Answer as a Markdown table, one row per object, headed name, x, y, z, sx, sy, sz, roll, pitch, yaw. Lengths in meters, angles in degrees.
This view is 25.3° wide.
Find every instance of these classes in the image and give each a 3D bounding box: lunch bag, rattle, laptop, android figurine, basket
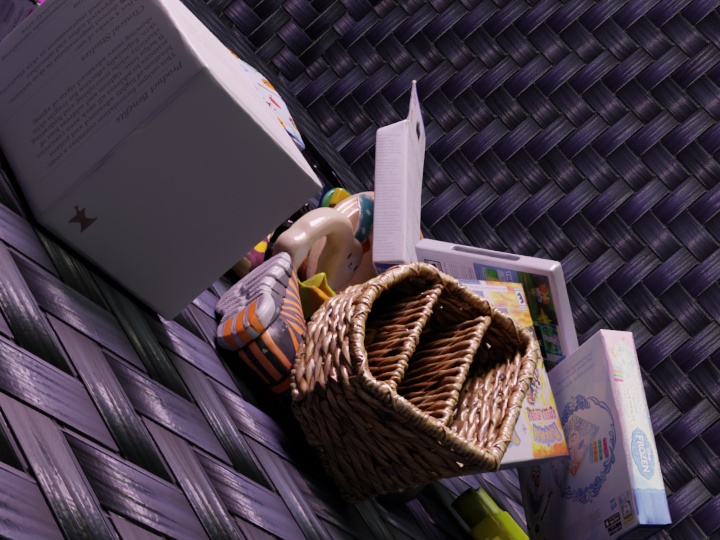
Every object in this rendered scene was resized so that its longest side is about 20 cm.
| name | x | y | z | sx | sy | sz | roll | pitch | yaw |
| --- | --- | --- | --- | --- | --- | --- | --- | --- | --- |
| lunch bag | -0.158 | -0.201 | 1.860 | 0.160 | 0.076 | 0.200 | 31 | 16 | -44 |
| rattle | 0.000 | 0.000 | 1.660 | 0.142 | 0.132 | 0.199 | 13 | 16 | 34 |
| laptop | -0.065 | -0.066 | 1.968 | 0.200 | 0.116 | 0.188 | 48 | 5 | -33 |
| android figurine | 0.175 | 0.320 | 1.723 | 0.200 | 0.041 | 0.182 | 51 | 5 | 13 |
| basket | 0.046 | 0.075 | 1.339 | 0.144 | 0.148 | 0.200 | 62 | 30 | -18 |

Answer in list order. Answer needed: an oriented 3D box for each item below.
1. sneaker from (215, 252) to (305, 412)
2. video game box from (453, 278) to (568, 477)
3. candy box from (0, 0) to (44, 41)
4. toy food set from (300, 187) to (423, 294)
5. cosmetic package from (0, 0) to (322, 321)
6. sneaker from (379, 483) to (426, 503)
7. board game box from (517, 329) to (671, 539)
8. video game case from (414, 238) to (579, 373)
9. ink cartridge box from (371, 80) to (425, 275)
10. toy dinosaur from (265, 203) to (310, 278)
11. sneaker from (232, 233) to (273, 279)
| name | x | y | z | sx | sy | sz | roll | pitch | yaw |
| --- | --- | --- | --- | --- | --- | --- | --- | --- | --- |
| sneaker | -0.070 | 0.062 | 1.418 | 0.112 | 0.077 | 0.200 | 52 | 16 | -14 |
| video game box | 0.118 | 0.101 | 1.539 | 0.199 | 0.047 | 0.184 | 3 | 71 | -58 |
| candy box | -0.238 | -0.181 | 1.422 | 0.136 | 0.061 | 0.200 | 20 | 16 | -41 |
| toy food set | 0.009 | 0.005 | 1.861 | 0.048 | 0.199 | 0.200 | 4 | -23 | 47 |
| cosmetic package | -0.168 | -0.108 | 1.233 | 0.166 | 0.167 | 0.200 | 44 | 9 | -47 |
| sneaker | 0.034 | 0.162 | 1.540 | 0.116 | 0.075 | 0.201 | 98 | -5 | -46 |
| board game box | 0.224 | 0.192 | 1.608 | 0.043 | 0.200 | 0.201 | 4 | 62 | -24 |
| video game case | 0.154 | 0.066 | 1.719 | 0.181 | 0.022 | 0.201 | 11 | -51 | 40 |
| ink cartridge box | 0.042 | -0.081 | 1.750 | 0.200 | 0.040 | 0.202 | 68 | 25 | -74 |
| toy dinosaur | -0.082 | -0.042 | 1.883 | 0.137 | 0.102 | 0.200 | 64 | -19 | -15 |
| sneaker | -0.117 | -0.058 | 1.678 | 0.075 | 0.090 | 0.200 | 47 | 6 | -20 |
